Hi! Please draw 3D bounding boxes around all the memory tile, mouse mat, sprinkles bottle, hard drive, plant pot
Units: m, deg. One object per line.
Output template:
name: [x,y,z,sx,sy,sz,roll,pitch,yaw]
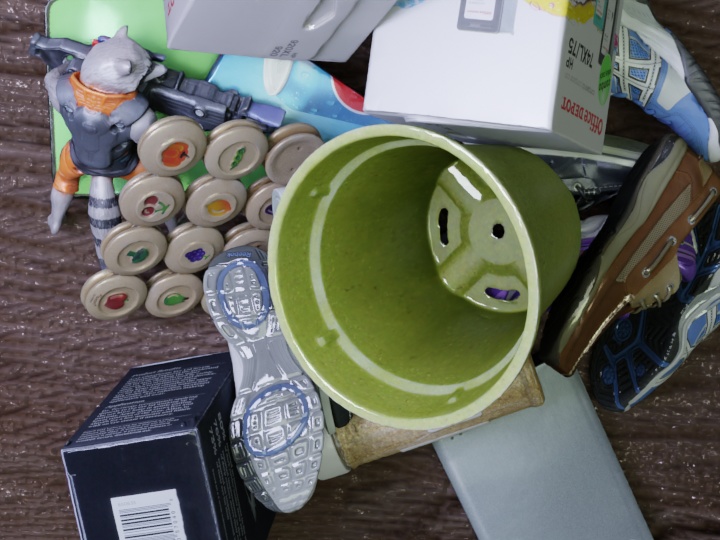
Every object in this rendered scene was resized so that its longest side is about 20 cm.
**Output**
memory tile: [-0.119,-0.034,0.986,0.152,0.017,0.201,0,135,-33]
mouse mat: [-0.151,-0.139,1.040,0.197,0.008,0.163,-1,101,-5]
sprinkles bottle: [0.047,0.108,1.056,0.198,0.068,0.069,-20,102,7]
hard drive: [0.154,0.183,1.120,0.138,0.033,0.202,-26,102,-1]
plant pot: [0.066,-0.011,0.913,0.198,0.184,0.203,7,105,28]

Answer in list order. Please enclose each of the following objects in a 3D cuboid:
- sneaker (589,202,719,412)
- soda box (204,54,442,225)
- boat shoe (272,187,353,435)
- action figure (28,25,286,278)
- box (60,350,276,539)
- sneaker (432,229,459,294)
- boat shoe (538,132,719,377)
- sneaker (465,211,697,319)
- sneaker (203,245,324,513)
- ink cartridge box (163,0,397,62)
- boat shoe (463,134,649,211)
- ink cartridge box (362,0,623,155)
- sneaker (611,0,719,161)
sneaker: [0.268,0.041,1.083,0.076,0.076,0.201,18,116,-39]
soda box: [-0.025,-0.116,1.024,0.199,0.064,0.068,33,96,-12]
boat shoe: [-0.020,0.029,0.990,0.060,0.076,0.202,-13,114,-12]
action figure: [-0.162,-0.091,0.964,0.197,0.105,0.195,12,138,7]
box: [-0.138,0.163,0.997,0.103,0.200,0.150,-9,101,7]
sneaker: [0.000,0.000,1.050,0.199,0.075,0.116,-39,100,3]
boat shoe: [0.208,-0.005,0.973,0.073,0.076,0.201,32,86,-2]
sneaker: [0.173,0.007,1.033,0.198,0.081,0.084,-19,71,6]
sneaker: [-0.066,0.084,0.991,0.073,0.087,0.203,-11,77,3]
ink cartridge box: [-0.057,-0.267,0.887,0.143,0.147,0.203,0,71,-24]
boat shoe: [0.178,-0.079,1.055,0.197,0.075,0.063,6,105,-2]
ink cartridge box: [0.105,-0.197,0.943,0.144,0.146,0.203,9,92,24]
sneaker: [0.220,-0.162,1.039,0.077,0.076,0.200,-41,92,9]
